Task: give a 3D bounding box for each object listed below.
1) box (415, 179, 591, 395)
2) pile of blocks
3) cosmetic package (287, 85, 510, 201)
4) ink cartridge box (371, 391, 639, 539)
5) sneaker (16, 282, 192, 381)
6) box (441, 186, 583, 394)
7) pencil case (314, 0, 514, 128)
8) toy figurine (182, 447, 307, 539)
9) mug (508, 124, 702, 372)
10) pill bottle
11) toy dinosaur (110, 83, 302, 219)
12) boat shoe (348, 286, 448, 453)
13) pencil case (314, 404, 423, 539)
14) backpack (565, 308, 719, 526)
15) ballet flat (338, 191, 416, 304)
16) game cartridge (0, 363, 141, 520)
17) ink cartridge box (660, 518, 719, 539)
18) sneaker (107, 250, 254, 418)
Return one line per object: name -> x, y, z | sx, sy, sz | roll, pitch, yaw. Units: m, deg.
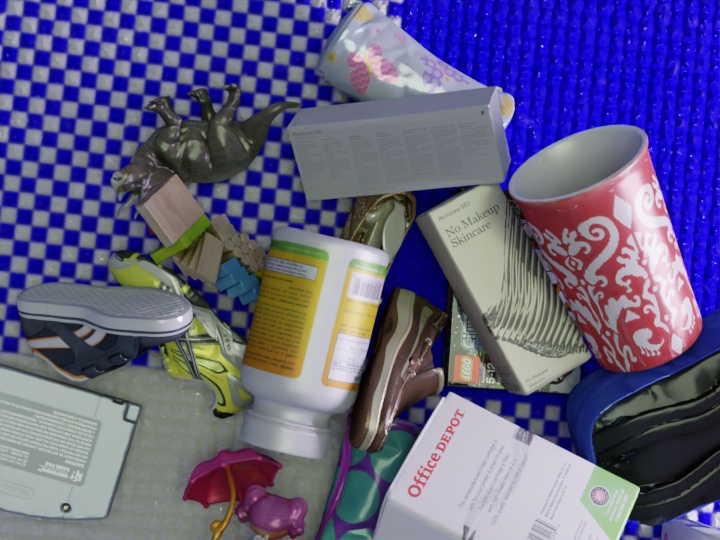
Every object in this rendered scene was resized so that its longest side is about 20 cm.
box -> 0.137, 0.016, 1.435 | 0.082, 0.068, 0.200 | -30, 92, -8
pile of blocks -> -0.144, -0.007, 1.411 | 0.200, 0.062, 0.082 | 36, 47, -29
cosmetic package -> 0.037, -0.121, 1.420 | 0.200, 0.051, 0.083 | -4, 121, 18
ink cartridge box -> 0.131, 0.223, 1.347 | 0.200, 0.084, 0.146 | 26, 47, 10
sneaker -> -0.233, 0.059, 1.384 | 0.078, 0.200, 0.080 | -29, 118, -49
box -> 0.157, 0.021, 1.492 | 0.136, 0.038, 0.200 | 4, 87, -8
pencil case -> 0.054, -0.181, 1.462 | 0.200, 0.083, 0.091 | 32, 98, -5
toy figurine -> -0.113, 0.261, 1.394 | 0.200, 0.150, 0.184 | 15, 75, 18
mug -> 0.237, -0.026, 1.399 | 0.133, 0.178, 0.200 | -22, 113, 11
pill bottle -> -0.049, 0.067, 1.374 | 0.111, 0.111, 0.200 | 14, 89, -7
toy dinosaur -> -0.154, -0.124, 1.447 | 0.200, 0.077, 0.102 | -15, 102, -13
boat shoe -> 0.045, 0.096, 1.407 | 0.075, 0.075, 0.202 | 22, 45, -3
pencil case -> -0.002, 0.235, 1.439 | 0.092, 0.085, 0.200 | 21, 84, -26
backpack -> 0.303, 0.149, 1.441 | 0.200, 0.168, 0.163 | -28, 102, -6
ballet flat -> 0.000, 0.000, 1.452 | 0.070, 0.065, 0.200 | 21, 87, -30
game cartridge -> -0.324, 0.164, 1.421 | 0.200, 0.040, 0.134 | 18, 82, -7
ink cartridge box -> 0.325, 0.348, 1.424 | 0.043, 0.196, 0.200 | 8, 86, -6
sneaker -> -0.172, 0.060, 1.426 | 0.200, 0.075, 0.076 | 43, 83, -3
